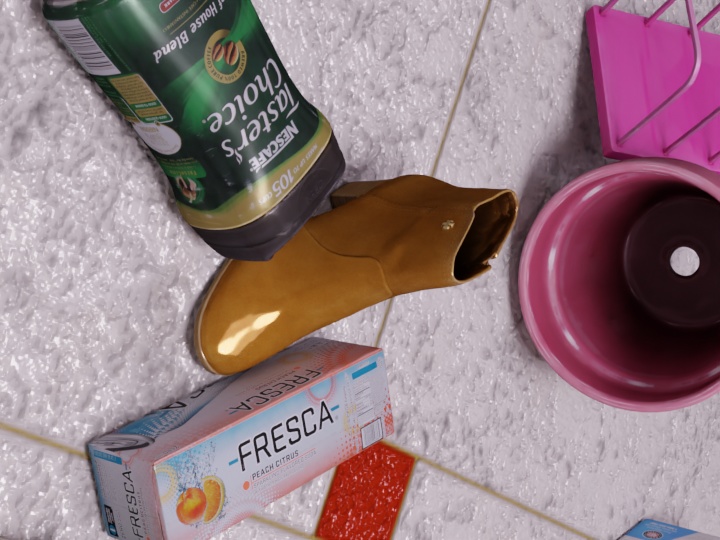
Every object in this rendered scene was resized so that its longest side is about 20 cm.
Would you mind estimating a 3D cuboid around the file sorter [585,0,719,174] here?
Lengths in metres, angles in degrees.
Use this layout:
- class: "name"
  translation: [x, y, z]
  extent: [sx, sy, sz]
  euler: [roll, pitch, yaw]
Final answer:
- class: "file sorter"
  translation: [0.308, -0.166, 1.073]
  extent: [0.199, 0.125, 0.140]
  euler: [8, 65, -23]

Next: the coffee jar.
- class: "coffee jar"
  translation: [-0.089, -0.104, 0.766]
  extent: [0.104, 0.085, 0.200]
  euler: [-53, 130, -28]

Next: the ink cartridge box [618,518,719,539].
- class: "ink cartridge box"
  translation: [0.251, 0.302, 1.157]
  extent: [0.200, 0.115, 0.067]
  euler: [-24, 113, -42]

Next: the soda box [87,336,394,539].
- class: "soda box"
  translation: [-0.069, 0.105, 0.826]
  extent: [0.200, 0.068, 0.064]
  euler: [-23, 111, -44]

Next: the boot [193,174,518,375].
- class: "boot"
  translation: [0.001, 0.000, 0.832]
  extent: [0.201, 0.144, 0.071]
  euler: [-45, 124, -33]

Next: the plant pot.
- class: "plant pot"
  translation: [0.254, 0.002, 1.081]
  extent: [0.179, 0.199, 0.201]
  euler: [-16, 107, -61]

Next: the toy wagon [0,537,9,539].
- class: "toy wagon"
  translation: [-0.192, 0.250, 0.722]
  extent: [0.155, 0.039, 0.201]
  euler: [-29, 116, -30]
